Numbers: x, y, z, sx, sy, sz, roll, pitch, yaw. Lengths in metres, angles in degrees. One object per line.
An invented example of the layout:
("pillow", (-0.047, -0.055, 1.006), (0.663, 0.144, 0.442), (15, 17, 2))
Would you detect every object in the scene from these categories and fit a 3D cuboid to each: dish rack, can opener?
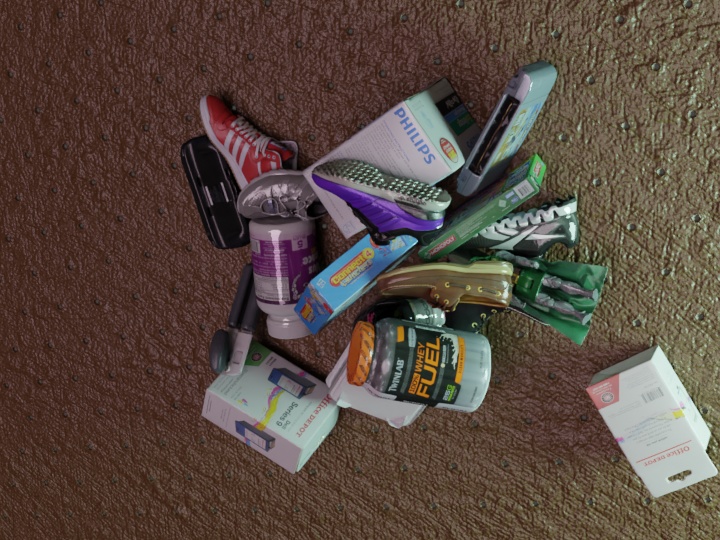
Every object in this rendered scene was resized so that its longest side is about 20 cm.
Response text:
("dish rack", (0.038, 0.190, 1.708), (0.171, 0.044, 0.200), (22, 142, -6))
("can opener", (-0.207, 0.081, 1.783), (0.053, 0.067, 0.201), (10, 77, 21))

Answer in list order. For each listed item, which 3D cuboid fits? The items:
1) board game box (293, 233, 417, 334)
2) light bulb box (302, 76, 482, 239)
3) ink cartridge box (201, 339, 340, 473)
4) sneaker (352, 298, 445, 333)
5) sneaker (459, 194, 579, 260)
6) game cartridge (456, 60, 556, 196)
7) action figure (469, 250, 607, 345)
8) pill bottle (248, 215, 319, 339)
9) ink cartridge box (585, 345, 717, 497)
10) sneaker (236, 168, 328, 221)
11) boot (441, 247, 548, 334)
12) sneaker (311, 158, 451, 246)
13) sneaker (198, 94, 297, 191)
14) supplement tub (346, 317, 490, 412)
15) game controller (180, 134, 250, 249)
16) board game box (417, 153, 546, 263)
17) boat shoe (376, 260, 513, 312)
("board game box", (0.000, 0.000, 1.594), (0.056, 0.200, 0.196), (49, 163, 4))
("light bulb box", (0.055, -0.169, 1.556), (0.200, 0.198, 0.125), (-32, 95, 29))
("ink cartridge box", (-0.150, 0.233, 1.809), (0.200, 0.145, 0.088), (32, 137, 11))
("sneaker", (0.041, 0.081, 1.685), (0.200, 0.087, 0.074), (-14, 80, 49))
("sneaker", (0.241, -0.046, 1.589), (0.200, 0.066, 0.091), (-15, 98, 25))
("game cartridge", (0.213, -0.205, 1.509), (0.041, 0.133, 0.200), (37, 120, 18))
("action figure", (0.249, 0.020, 1.542), (0.200, 0.055, 0.118), (21, 93, 27))
("pill bottle", (-0.122, 0.007, 1.746), (0.112, 0.112, 0.201), (3, 109, 23))
("ink cartridge box", (0.447, 0.231, 1.589), (0.116, 0.067, 0.200), (-30, 92, 30))
("sneaker", (-0.102, -0.116, 1.672), (0.199, 0.082, 0.075), (-13, 136, 7))
("boot", (0.200, 0.066, 1.642), (0.200, 0.073, 0.151), (31, 116, 16))
("sneaker", (0.019, -0.084, 1.451), (0.200, 0.070, 0.100), (19, 119, 14))
("sneaker", (-0.177, -0.215, 1.719), (0.112, 0.071, 0.200), (-23, 105, 33))
("supplement tub", (0.086, 0.140, 1.573), (0.199, 0.123, 0.123), (10, 114, -11))
("game controller", (-0.246, -0.132, 1.791), (0.104, 0.042, 0.201), (-10, 104, 36))
("board game box", (0.181, -0.090, 1.550), (0.200, 0.135, 0.029), (-35, 99, 23))
("boat shoe", (0.123, 0.025, 1.501), (0.199, 0.072, 0.068), (-2, 79, -6))
